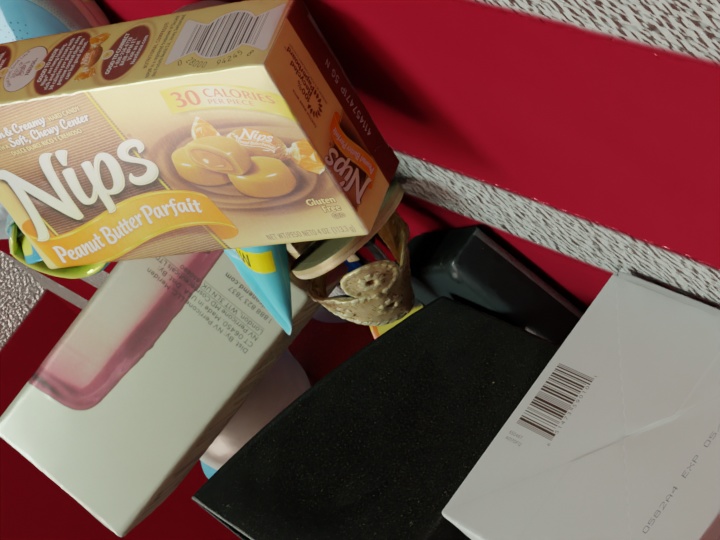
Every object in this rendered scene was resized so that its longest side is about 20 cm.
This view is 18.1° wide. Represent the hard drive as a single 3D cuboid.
[{"bbox_3d":[0.115,0.050,1.290,0.200,0.033,0.140,38,171,-10],"label":"hard drive"}]

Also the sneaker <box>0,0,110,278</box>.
[{"bbox_3d":[-0.185,-0.081,1.357,0.079,0.131,0.200,-10,130,16],"label":"sneaker"}]

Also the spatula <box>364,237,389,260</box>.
[{"bbox_3d":[0.011,-0.005,1.440,0.056,0.021,0.200,7,149,49],"label":"spatula"}]

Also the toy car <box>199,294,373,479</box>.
[{"bbox_3d":[-0.057,0.082,1.560,0.184,0.177,0.200,16,171,41],"label":"toy car"}]

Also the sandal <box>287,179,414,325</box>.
[{"bbox_3d":[0.004,-0.004,1.285,0.070,0.078,0.212,51,176,-10],"label":"sandal"}]

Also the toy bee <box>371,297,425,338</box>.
[{"bbox_3d":[0.067,0.089,1.414,0.200,0.131,0.109,23,-140,-47],"label":"toy bee"}]

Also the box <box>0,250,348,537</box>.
[{"bbox_3d":[-0.117,0.048,1.418,0.109,0.200,0.128,40,-167,3],"label":"box"}]

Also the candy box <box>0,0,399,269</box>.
[{"bbox_3d":[-0.096,-0.065,1.114,0.200,0.055,0.116,-5,134,31],"label":"candy box"}]

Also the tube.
[{"bbox_3d":[-0.067,-0.054,1.203,0.077,0.050,0.200,56,164,39],"label":"tube"}]

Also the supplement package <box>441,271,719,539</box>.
[{"bbox_3d":[0.178,0.131,1.086,0.200,0.152,0.151,43,169,-36],"label":"supplement package"}]

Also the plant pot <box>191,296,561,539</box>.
[{"bbox_3d":[0.067,0.133,1.227,0.200,0.178,0.200,43,168,-34],"label":"plant pot"}]

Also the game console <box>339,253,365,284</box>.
[{"bbox_3d":[-0.106,-0.073,1.554,0.200,0.118,0.171,45,-162,-40],"label":"game console"}]

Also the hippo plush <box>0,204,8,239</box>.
[{"bbox_3d":[-0.289,-0.095,1.869,0.200,0.160,0.161,-10,176,15],"label":"hippo plush"}]
